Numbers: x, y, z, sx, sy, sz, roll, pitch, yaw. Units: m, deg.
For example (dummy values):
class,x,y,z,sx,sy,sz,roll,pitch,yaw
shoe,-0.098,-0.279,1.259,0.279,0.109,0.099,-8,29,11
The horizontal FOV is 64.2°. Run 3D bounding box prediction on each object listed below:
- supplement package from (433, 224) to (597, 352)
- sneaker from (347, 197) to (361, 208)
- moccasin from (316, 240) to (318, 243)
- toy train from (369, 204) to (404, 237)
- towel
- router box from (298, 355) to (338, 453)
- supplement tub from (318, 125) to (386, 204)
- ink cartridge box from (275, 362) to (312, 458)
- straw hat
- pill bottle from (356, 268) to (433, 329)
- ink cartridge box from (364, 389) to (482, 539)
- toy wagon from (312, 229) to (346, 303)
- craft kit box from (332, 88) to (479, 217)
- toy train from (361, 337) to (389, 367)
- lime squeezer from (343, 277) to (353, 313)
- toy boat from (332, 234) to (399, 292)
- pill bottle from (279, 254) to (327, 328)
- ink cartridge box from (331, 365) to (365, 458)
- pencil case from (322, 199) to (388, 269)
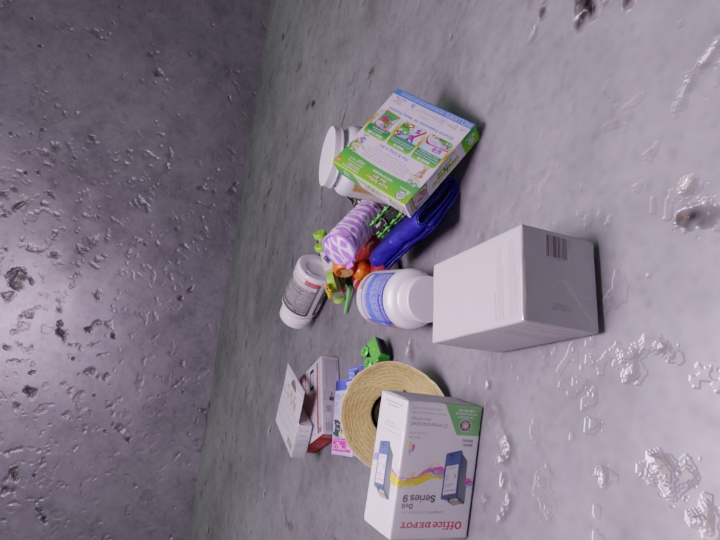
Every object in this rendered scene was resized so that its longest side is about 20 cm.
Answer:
class,x,y,z,sx,sy,sz,roll,pitch,yaw
supplement package,0.198,0.034,0.776,0.200,0.120,0.121,151,126,-61
sneaker,-0.025,-0.205,1.476,0.201,0.083,0.077,-116,42,-55
moccasin,-0.041,-0.079,1.427,0.199,0.068,0.081,-30,32,42
toy train,0.080,-0.125,1.143,0.042,0.056,0.200,54,147,6
towel,0.106,-0.084,1.107,0.148,0.050,0.200,-48,4,-33
router box,-0.109,0.347,1.480,0.180,0.048,0.202,131,143,-51
supplement tub,0.023,-0.219,1.205,0.145,0.198,0.147,-171,90,-72
ink cartridge box,-0.167,0.359,1.492,0.200,0.043,0.176,-147,69,-67
straw hat,0.070,0.261,1.028,0.085,0.199,0.204,25,-107,-70
pill bottle,0.078,0.053,1.085,0.200,0.111,0.114,178,102,-67
ink cartridge box,0.098,0.298,0.887,0.087,0.144,0.203,1,80,64
toy wagon,-0.067,0.001,1.342,0.201,0.039,0.156,-104,-3,-62
craft kit box,0.080,-0.221,1.057,0.198,0.049,0.200,-47,55,-9
toy train,0.049,0.219,1.154,0.056,0.041,0.201,-46,40,24
lime squeezer,-0.026,0.006,1.447,0.070,0.037,0.203,168,110,-66
toy boat,0.000,0.000,1.267,0.200,0.129,0.132,-119,44,-57
pill bottle,-0.157,0.063,1.631,0.115,0.113,0.201,-105,34,-46
ink cartridge box,-0.023,0.317,1.306,0.119,0.042,0.202,153,126,-62
pencil case,-0.002,-0.089,1.239,0.084,0.085,0.200,-40,8,48
